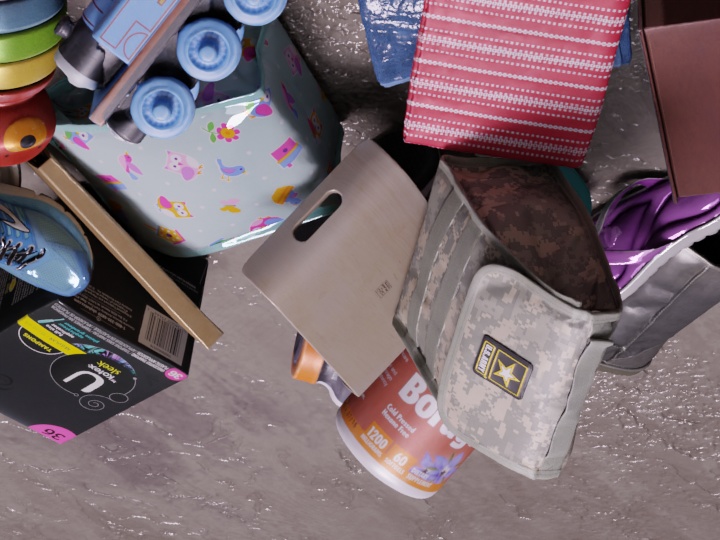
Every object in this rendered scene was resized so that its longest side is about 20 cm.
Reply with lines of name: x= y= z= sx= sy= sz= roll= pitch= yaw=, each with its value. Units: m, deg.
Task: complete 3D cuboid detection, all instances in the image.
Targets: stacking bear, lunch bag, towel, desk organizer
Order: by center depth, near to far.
towel: x=0.111 y=-0.158 z=1.426 sx=0.144 sy=0.023 sz=0.200 roll=9 pitch=138 yaw=-1
stacking bear: x=-0.262 y=-0.167 z=1.433 sx=0.121 sy=0.114 sz=0.201 roll=-21 pitch=130 yaw=-31
towel: x=0.097 y=-0.189 z=1.449 sx=0.199 sy=0.049 sz=0.112 roll=-1 pitch=143 yaw=11
desk organizer: x=0.257 y=-0.142 z=1.468 sx=0.077 sy=0.072 sz=0.200 roll=-6 pitch=143 yaw=13
lunch bag: x=0.115 y=0.036 z=1.478 sx=0.117 sy=0.200 sz=0.165 roll=-3 pitch=129 yaw=-24
lunch bag: x=-0.131 y=-0.104 z=1.546 sx=0.199 sy=0.122 sz=0.171 roll=-14 pitch=141 yaw=19

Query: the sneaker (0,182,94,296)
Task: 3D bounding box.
sneaker: x=-0.299 y=-0.026 z=1.570 sx=0.200 sy=0.090 sz=0.078 roll=32 pitch=122 yaw=-32

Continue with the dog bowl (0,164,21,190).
dog bowl: x=-0.368 y=-0.117 z=1.607 sx=0.199 sy=0.074 sz=0.201 roll=4 pitch=144 yaw=3

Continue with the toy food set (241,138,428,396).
toy food set: x=0.000 y=0.000 z=1.569 sx=0.144 sy=0.060 sz=0.200 roll=-46 pitch=141 yaw=-4

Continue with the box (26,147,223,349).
box: x=-0.198 y=-0.024 z=1.610 sx=0.200 sy=0.021 sz=0.163 roll=49 pitch=174 yaw=-17

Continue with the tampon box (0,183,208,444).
tampon box: x=-0.259 y=0.045 z=1.766 sx=0.150 sy=0.127 sz=0.200 roll=32 pitch=138 yaw=-30

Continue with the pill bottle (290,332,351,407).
pill bottle: x=0.039 y=0.084 z=1.788 sx=0.199 sy=0.107 sz=0.106 roll=13 pitch=144 yaw=-8

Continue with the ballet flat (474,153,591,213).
ballet flat: x=0.124 y=-0.091 z=1.572 sx=0.069 sy=0.070 sz=0.200 roll=-9 pitch=141 yaw=21

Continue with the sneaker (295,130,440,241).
sneaker: x=0.028 y=-0.042 z=1.657 sx=0.108 sy=0.067 sz=0.201 roll=16 pitch=138 yaw=-36

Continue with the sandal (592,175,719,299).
sandal: x=0.225 y=-0.038 z=1.610 sx=0.202 sy=0.083 sz=0.050 roll=-37 pitch=140 yaw=29

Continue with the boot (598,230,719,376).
boot: x=0.225 y=0.020 z=1.694 sx=0.181 sy=0.073 sz=0.200 roll=5 pitch=155 yaw=-21

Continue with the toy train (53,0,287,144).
toy train: x=-0.132 y=-0.184 z=1.389 sx=0.114 sy=0.087 sz=0.200 roll=37 pitch=107 yaw=-15

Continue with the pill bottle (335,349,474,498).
pill bottle: x=0.079 y=0.087 z=1.674 sx=0.112 sy=0.112 sz=0.200 roll=31 pitch=108 yaw=-30
